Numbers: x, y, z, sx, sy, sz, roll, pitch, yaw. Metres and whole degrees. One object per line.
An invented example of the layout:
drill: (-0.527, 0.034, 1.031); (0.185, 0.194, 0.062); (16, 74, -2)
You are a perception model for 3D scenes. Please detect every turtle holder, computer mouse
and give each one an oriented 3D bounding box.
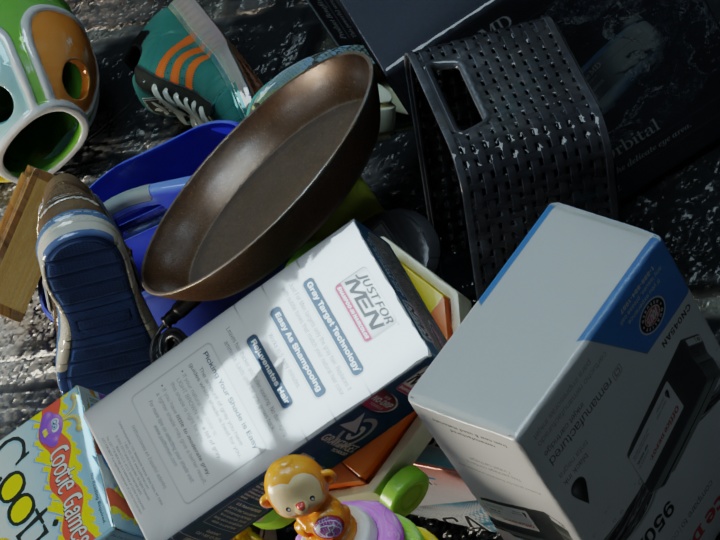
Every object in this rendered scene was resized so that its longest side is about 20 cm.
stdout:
turtle holder: (-0.283, -0.127, 2.025); (0.185, 0.141, 0.132); (-30, 57, -7)
computer mouse: (-0.038, 0.027, 1.667); (0.200, 0.046, 0.140); (-45, 50, 5)

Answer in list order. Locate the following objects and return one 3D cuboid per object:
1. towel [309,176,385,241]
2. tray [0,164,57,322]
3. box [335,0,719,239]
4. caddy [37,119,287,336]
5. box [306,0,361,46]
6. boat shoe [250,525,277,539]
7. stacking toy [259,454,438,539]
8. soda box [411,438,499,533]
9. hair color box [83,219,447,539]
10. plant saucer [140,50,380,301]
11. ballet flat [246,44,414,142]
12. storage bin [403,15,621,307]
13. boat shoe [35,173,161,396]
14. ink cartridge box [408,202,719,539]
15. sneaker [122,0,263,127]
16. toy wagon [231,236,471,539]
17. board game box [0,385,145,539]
towel: (0.000, 0.000, 1.757); (0.086, 0.018, 0.200); (-57, 31, 14)
tray: (-0.234, -0.022, 1.862); (0.200, 0.037, 0.099); (-161, 94, -80)
box: (0.120, -0.142, 1.710); (0.196, 0.200, 0.118); (-33, 40, 4)
caddy: (-0.131, -0.021, 1.817); (0.200, 0.105, 0.142); (-23, 43, 32)
box: (0.062, -0.260, 1.937); (0.200, 0.107, 0.149); (-5, 49, 30)
boat shoe: (-0.130, 0.132, 1.723); (0.071, 0.064, 0.200); (-49, 42, -16)
stacking toy: (0.003, 0.167, 1.491); (0.116, 0.200, 0.110); (-22, 42, 14)
soda box: (0.045, 0.108, 1.621); (0.200, 0.068, 0.064); (9, 57, 41)
hair color box: (-0.050, 0.072, 1.540); (0.200, 0.061, 0.100); (-35, 65, 12)
plant saucer: (-0.055, -0.052, 1.663); (0.200, 0.034, 0.200); (-41, 21, 19)
ballet flat: (0.016, -0.117, 1.802); (0.200, 0.074, 0.074); (-21, 28, -38)
storage bin: (0.096, -0.034, 1.608); (0.094, 0.200, 0.135); (-15, 41, -5)
boat shoe: (-0.167, 0.016, 1.717); (0.072, 0.200, 0.072); (-9, 50, -6)
ink cartridge box: (0.133, 0.085, 1.483); (0.084, 0.200, 0.145); (19, 64, 42)
sneaker: (-0.118, -0.132, 1.972); (0.080, 0.071, 0.200); (-39, 35, 3)
toy wagon: (-0.018, 0.081, 1.579); (0.155, 0.040, 0.200); (37, 91, 29)
board game box: (-0.199, 0.173, 1.646); (0.200, 0.105, 0.103); (-34, 55, 24)
